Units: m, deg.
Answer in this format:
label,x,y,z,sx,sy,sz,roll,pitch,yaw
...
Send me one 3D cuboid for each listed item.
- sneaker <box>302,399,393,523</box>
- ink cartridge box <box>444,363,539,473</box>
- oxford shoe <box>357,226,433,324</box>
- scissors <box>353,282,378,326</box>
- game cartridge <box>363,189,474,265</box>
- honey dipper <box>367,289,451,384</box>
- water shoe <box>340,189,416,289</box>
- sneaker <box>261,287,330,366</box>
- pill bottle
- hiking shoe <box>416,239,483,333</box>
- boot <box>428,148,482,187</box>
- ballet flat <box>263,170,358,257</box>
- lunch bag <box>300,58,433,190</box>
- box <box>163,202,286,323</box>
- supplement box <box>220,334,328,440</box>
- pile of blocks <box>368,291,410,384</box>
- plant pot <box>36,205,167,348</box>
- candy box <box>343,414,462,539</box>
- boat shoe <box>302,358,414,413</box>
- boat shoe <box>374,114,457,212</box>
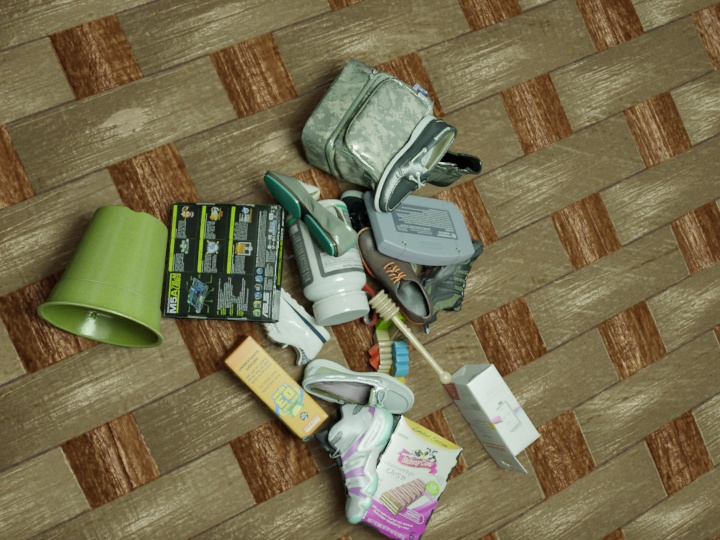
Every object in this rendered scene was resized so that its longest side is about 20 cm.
label,x,y,z,sx,sy,sz,roll,pitch,yaw
sneaker,-0.035,0.318,1.549,0.140,0.078,0.200,17,73,-9
ink cartridge box,0.248,0.269,1.668,0.067,0.116,0.200,-35,97,-17
oxford shoe,0.064,0.004,1.585,0.071,0.073,0.200,-38,88,-6
scissors,0.000,0.000,1.632,0.014,0.073,0.200,-7,97,-50
game cartridge,0.105,-0.072,1.618,0.200,0.042,0.133,6,58,-31
honey dipper,0.090,0.119,1.590,0.038,0.038,0.200,-42,93,-16
water shoe,0.025,-0.055,1.643,0.200,0.071,0.079,50,53,-8
sneaker,-0.145,0.078,1.590,0.200,0.076,0.081,44,84,-7
pill bottle,-0.055,-0.012,1.583,0.113,0.113,0.200,-10,76,-18
hiking shoe,0.162,0.024,1.697,0.200,0.076,0.101,-42,120,-21
boot,0.111,-0.202,1.662,0.200,0.131,0.068,7,82,-17
ballet flat,-0.080,-0.104,1.522,0.064,0.067,0.200,-35,70,-22
lunch bag,0.015,-0.251,1.607,0.168,0.139,0.200,29,72,14
box,-0.229,-0.014,1.545,0.193,0.048,0.200,1,83,11
supplement box,-0.149,0.203,1.577,0.200,0.069,0.067,46,76,-11
pile of blocks,0.048,0.133,1.636,0.062,0.082,0.200,-1,86,-18
plant pot,-0.393,0.004,1.473,0.200,0.200,0.190,17,67,-15
candy box,0.078,0.376,1.634,0.136,0.061,0.200,29,76,-12
boat shoe,-0.004,0.214,1.600,0.202,0.065,0.074,20,117,-6
boat shoe,0.095,-0.178,1.561,0.060,0.076,0.200,26,79,24
